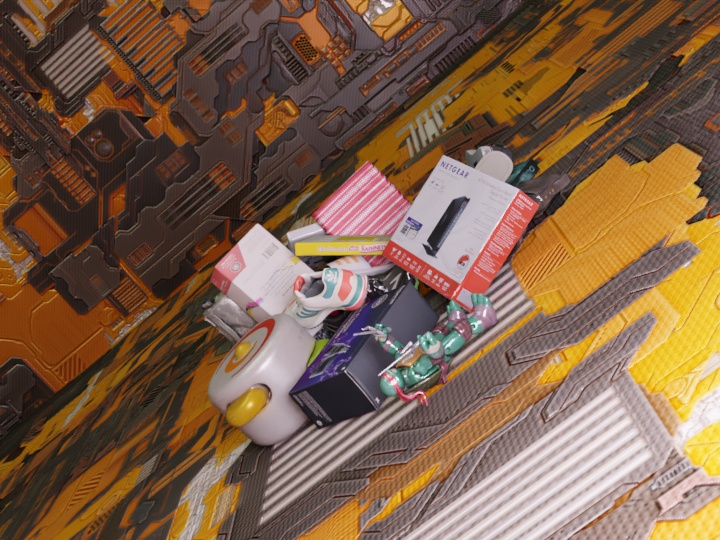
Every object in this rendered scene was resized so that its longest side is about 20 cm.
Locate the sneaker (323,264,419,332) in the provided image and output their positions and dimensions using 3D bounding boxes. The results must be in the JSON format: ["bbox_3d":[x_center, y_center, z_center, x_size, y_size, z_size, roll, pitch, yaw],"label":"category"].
[{"bbox_3d":[0.009,0.042,1.647,0.199,0.084,0.077,-31,54,25],"label":"sneaker"}]

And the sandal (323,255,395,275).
[{"bbox_3d":[-0.001,0.005,1.732,0.205,0.059,0.079,-10,-37,-25],"label":"sandal"}]

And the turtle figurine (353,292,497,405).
[{"bbox_3d":[0.076,0.100,1.306,0.199,0.101,0.149,-31,21,-31],"label":"turtle figurine"}]

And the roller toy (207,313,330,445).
[{"bbox_3d":[-0.144,0.166,1.604,0.200,0.140,0.182,-50,16,-17],"label":"roller toy"}]

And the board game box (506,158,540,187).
[{"bbox_3d":[0.212,-0.122,1.813,0.135,0.028,0.200,-48,15,-28],"label":"board game box"}]

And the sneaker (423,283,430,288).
[{"bbox_3d":[0.138,-0.047,1.681,0.079,0.074,0.201,-3,39,16],"label":"sneaker"}]

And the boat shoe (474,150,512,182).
[{"bbox_3d":[0.174,-0.114,1.678,0.200,0.074,0.060,-50,-11,-27],"label":"boat shoe"}]

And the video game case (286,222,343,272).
[{"bbox_3d":[-0.030,-0.043,1.873,0.199,0.023,0.183,-20,-31,-9],"label":"video game case"}]

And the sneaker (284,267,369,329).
[{"bbox_3d":[-0.076,0.035,1.598,0.199,0.093,0.071,-21,53,50],"label":"sneaker"}]

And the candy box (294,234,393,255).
[{"bbox_3d":[0.000,-0.042,1.702,0.198,0.027,0.102,0,6,15],"label":"candy box"}]

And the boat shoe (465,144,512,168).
[{"bbox_3d":[0.242,-0.204,1.925,0.066,0.071,0.200,-10,-3,-4],"label":"boat shoe"}]

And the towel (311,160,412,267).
[{"bbox_3d":[0.033,-0.071,1.787,0.145,0.200,0.022,-44,-1,-7],"label":"towel"}]

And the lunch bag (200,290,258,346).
[{"bbox_3d":[-0.165,0.082,1.834,0.139,0.200,0.168,-38,10,49],"label":"lunch bag"}]

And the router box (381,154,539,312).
[{"bbox_3d":[0.140,-0.058,1.497,0.180,0.049,0.200,-58,35,2],"label":"router box"}]

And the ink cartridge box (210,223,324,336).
[{"bbox_3d":[-0.141,0.033,1.746,0.117,0.200,0.068,-48,-4,-28],"label":"ink cartridge box"}]

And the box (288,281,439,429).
[{"bbox_3d":[0.007,0.122,1.488,0.141,0.079,0.200,-24,21,46],"label":"box"}]

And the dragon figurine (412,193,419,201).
[{"bbox_3d":[0.111,-0.107,1.984,0.099,0.059,0.200,-42,10,-10],"label":"dragon figurine"}]

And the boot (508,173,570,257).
[{"bbox_3d":[0.215,-0.074,1.582,0.199,0.069,0.174,-16,24,46],"label":"boot"}]

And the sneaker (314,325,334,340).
[{"bbox_3d":[-0.049,0.097,1.750,0.200,0.074,0.081,-49,19,-23],"label":"sneaker"}]
